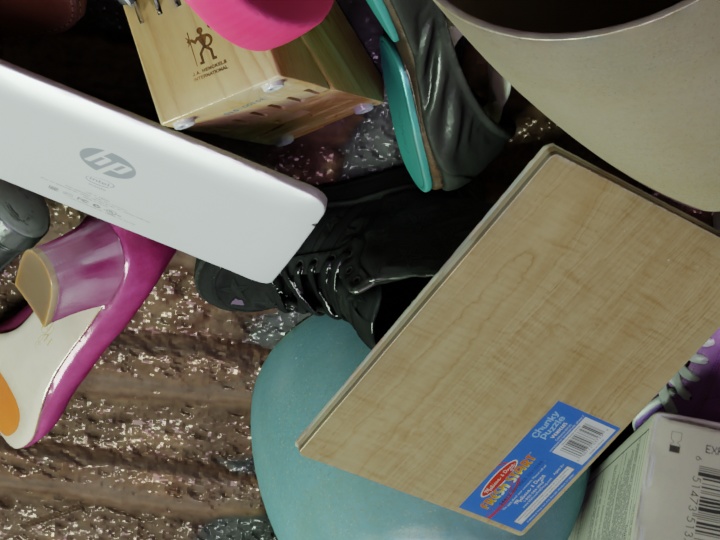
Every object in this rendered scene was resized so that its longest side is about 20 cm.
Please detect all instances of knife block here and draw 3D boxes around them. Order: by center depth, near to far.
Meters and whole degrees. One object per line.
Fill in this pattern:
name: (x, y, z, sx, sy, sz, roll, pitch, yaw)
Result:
knife block: (-0.071, -0.154, 0.930, 0.064, 0.177, 0.200, -19, 173, 19)

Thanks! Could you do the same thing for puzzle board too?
puzzle board: (0.083, 0.039, 0.971, 0.150, 0.017, 0.200, 23, 119, -33)

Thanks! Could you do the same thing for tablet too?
tablet: (-0.121, -0.049, 0.954, 0.199, 0.014, 0.130, 21, 158, -9)

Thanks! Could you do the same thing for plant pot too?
plant pot: (0.138, -0.117, 0.882, 0.186, 0.188, 0.200, -17, 143, 16)
plant pot: (0.034, 0.129, 1.112, 0.199, 0.135, 0.201, 1, 132, 2)

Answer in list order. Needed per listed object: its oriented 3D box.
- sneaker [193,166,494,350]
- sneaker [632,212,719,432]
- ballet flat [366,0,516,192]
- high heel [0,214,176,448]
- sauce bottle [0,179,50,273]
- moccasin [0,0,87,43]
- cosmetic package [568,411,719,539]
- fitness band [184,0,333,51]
sneaker: (0.001, 0.002, 1.022, 0.199, 0.105, 0.060, -17, 128, 16)
sneaker: (0.185, 0.041, 1.073, 0.114, 0.073, 0.201, -8, 130, 14)
ballet flat: (0.032, -0.122, 0.943, 0.068, 0.068, 0.200, -26, 139, -4)
high heel: (-0.151, 0.028, 1.098, 0.096, 0.067, 0.200, -24, 154, -32)
sauce bottle: (-0.242, 0.019, 1.074, 0.066, 0.066, 0.200, 35, 125, -25)
moccasin: (-0.228, -0.127, 0.936, 0.200, 0.078, 0.074, 4, 135, -1)
cosmetic package: (0.168, 0.153, 1.088, 0.087, 0.104, 0.200, 12, 163, -3)
fitness band: (-0.070, -0.185, 0.815, 0.037, 0.144, 0.201, -24, 91, 20)
